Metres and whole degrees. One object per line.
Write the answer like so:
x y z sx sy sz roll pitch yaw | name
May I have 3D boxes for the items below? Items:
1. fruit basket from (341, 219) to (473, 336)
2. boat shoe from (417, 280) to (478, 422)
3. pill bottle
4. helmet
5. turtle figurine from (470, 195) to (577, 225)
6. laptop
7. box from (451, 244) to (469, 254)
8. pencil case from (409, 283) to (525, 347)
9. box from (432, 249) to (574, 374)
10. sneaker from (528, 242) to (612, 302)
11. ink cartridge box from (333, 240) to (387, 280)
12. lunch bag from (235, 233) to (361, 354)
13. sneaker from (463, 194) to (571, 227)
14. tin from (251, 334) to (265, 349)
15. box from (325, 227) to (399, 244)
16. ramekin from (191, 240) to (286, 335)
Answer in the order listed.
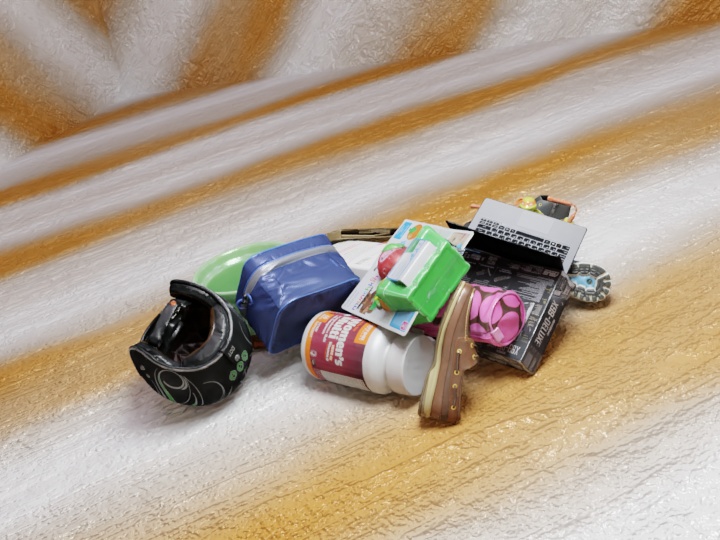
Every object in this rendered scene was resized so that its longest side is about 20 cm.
0.064 -0.001 1.295 0.186 0.094 0.199 -53 34 -10 | fruit basket
0.137 0.118 1.216 0.066 0.204 0.072 15 -1 7 | boat shoe
0.011 0.130 1.319 0.197 0.111 0.109 8 32 38 | pill bottle
-0.273 0.125 1.378 0.196 0.191 0.204 1 65 -2 | helmet
0.299 -0.067 1.519 0.197 0.164 0.064 2 26 29 | turtle figurine
0.255 -0.071 1.359 0.185 0.117 0.201 19 49 20 | laptop
0.169 -0.008 1.601 0.156 0.047 0.201 -14 25 -2 | box
0.148 0.068 1.298 0.198 0.092 0.094 2 33 43 | pencil case
0.218 0.060 1.343 0.198 0.050 0.160 14 70 45 | box
0.327 0.008 1.443 0.197 0.080 0.090 21 4 18 | sneaker
0.000 0.000 1.503 0.116 0.069 0.198 -26 22 -37 | ink cartridge box
-0.115 0.033 1.399 0.198 0.137 0.133 -17 54 -35 | lunch bag
0.293 -0.096 1.592 0.196 0.108 0.075 9 21 6 | sneaker
-0.156 0.082 1.589 0.110 0.043 0.201 -3 28 13 | tin
-0.019 -0.061 1.699 0.161 0.022 0.199 -4 -5 -31 | box
-0.200 0.035 1.550 0.196 0.099 0.201 -11 26 5 | ramekin
